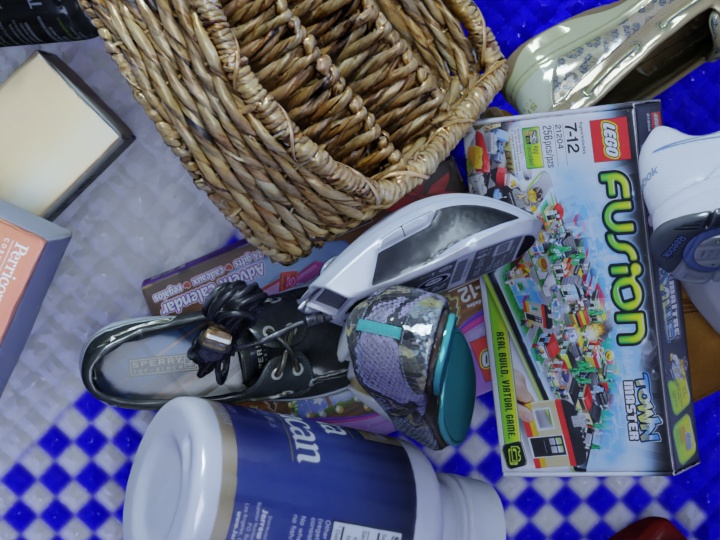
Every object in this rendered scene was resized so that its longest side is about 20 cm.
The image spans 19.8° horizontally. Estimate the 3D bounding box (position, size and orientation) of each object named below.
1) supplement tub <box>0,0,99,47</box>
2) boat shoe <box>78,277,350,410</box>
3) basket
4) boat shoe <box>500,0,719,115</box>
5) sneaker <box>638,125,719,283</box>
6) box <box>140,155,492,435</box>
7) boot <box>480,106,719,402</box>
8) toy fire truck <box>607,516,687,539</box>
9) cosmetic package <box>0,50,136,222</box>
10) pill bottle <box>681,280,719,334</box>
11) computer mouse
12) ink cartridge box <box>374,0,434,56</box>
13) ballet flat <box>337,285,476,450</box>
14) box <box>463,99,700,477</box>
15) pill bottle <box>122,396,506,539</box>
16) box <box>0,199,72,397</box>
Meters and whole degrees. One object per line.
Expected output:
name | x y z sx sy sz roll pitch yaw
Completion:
supplement tub | -0.238 -0.180 1.132 0.199 0.123 0.123 -3 96 10
boat shoe | -0.061 0.047 1.166 0.199 0.057 0.069 -10 96 -1
basket | -0.033 -0.124 1.086 0.149 0.143 0.200 -29 109 19
boat shoe | 0.179 -0.130 1.183 0.199 0.073 0.063 -29 60 -1
sneaker | 0.237 -0.054 1.065 0.199 0.075 0.087 -6 53 -13
box | -0.012 0.032 1.216 0.199 0.039 0.137 -23 97 -1
boot | 0.158 -0.016 1.216 0.143 0.071 0.202 -18 89 -13
toy fire truck | 0.186 0.164 1.180 0.200 0.176 0.129 -43 96 -11
cosmetic package | -0.223 -0.030 1.167 0.200 0.105 0.071 -45 94 0
pill bottle | 0.278 -0.046 1.163 0.113 0.113 0.200 44 70 -6
computer mouse | 0.000 0.000 1.098 0.199 0.110 0.044 -21 76 -10
ink cartridge box | -0.053 -0.179 1.163 0.199 0.050 0.163 18 115 -8
ballet flat | 0.024 0.050 1.114 0.072 0.200 0.072 -2 75 7
box | 0.120 0.011 1.133 0.110 0.035 0.201 -5 95 35
pill bottle | -0.023 0.141 1.157 0.199 0.111 0.112 13 95 -26
box | -0.268 -0.003 1.069 0.199 0.097 0.125 24 92 -2
